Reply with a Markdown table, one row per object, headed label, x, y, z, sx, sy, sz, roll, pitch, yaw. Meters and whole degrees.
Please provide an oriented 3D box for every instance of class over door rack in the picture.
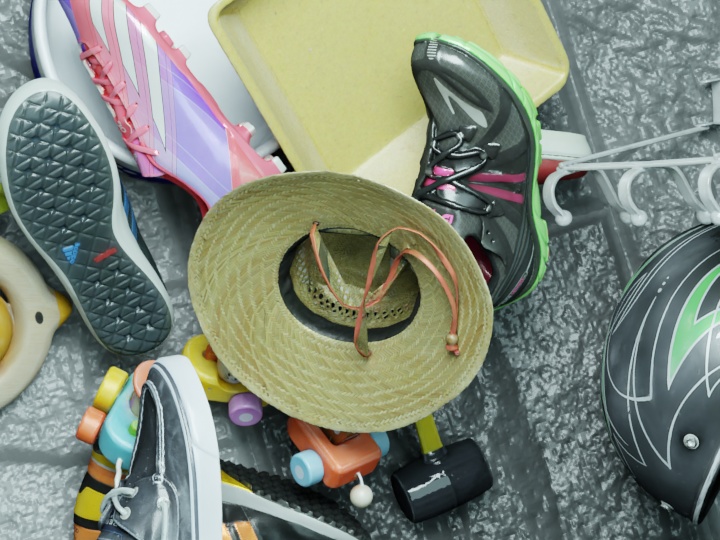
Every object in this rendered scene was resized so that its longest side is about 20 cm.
| label | x | y | z | sx | sy | sz | roll | pitch | yaw |
| --- | --- | --- | --- | --- | --- | --- | --- | --- | --- |
| over door rack | 0.238 | -0.072 | 1.496 | 0.200 | 0.147 | 0.067 | -30 | 110 | -39 |

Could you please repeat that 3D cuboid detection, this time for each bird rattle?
| label | x | y | z | sx | sy | sz | roll | pitch | yaw |
| --- | --- | --- | --- | --- | --- | --- | --- | --- | --- |
| bird rattle | -0.275 | 0.031 | 1.437 | 0.163 | 0.113 | 0.200 | 39 | 82 | -24 |

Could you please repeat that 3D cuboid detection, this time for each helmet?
| label | x | y | z | sx | sy | sz | roll | pitch | yaw |
| --- | --- | --- | --- | --- | --- | --- | --- | --- | --- |
| helmet | 0.253 | 0.065 | 1.503 | 0.189 | 0.200 | 0.201 | -6 | 88 | 4 |

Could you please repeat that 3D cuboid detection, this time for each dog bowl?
| label | x | y | z | sx | sy | sz | roll | pitch | yaw |
| --- | --- | --- | --- | --- | --- | --- | --- | --- | --- |
| dog bowl | -0.119 | -0.158 | 1.489 | 0.199 | 0.079 | 0.201 | 1 | 87 | -13 |

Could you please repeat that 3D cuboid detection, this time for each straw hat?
| label | x | y | z | sx | sy | sz | roll | pitch | yaw |
| --- | --- | --- | --- | --- | --- | --- | --- | --- | --- |
| straw hat | 0.000 | 0.000 | 1.407 | 0.201 | 0.201 | 0.085 | 40 | 38 | -7 |

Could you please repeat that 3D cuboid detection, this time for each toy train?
| label | x | y | z | sx | sy | sz | roll | pitch | yaw |
| --- | --- | --- | --- | --- | --- | --- | --- | --- | --- |
| toy train | -0.079 | 0.097 | 1.447 | 0.199 | 0.056 | 0.151 | -15 | 58 | -34 |

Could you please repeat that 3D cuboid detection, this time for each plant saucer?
| label | x | y | z | sx | sy | sz | roll | pitch | yaw |
| --- | --- | --- | --- | --- | --- | --- | --- | --- | --- |
| plant saucer | 0.014 | -0.149 | 1.443 | 0.200 | 0.048 | 0.200 | -38 | 123 | -11 |

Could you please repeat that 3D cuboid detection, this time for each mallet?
| label | x | y | z | sx | sy | sz | roll | pitch | yaw |
| --- | --- | --- | --- | --- | --- | --- | --- | --- | --- |
| mallet | 0.043 | 0.070 | 1.501 | 0.066 | 0.041 | 0.201 | -16 | 111 | -17 |

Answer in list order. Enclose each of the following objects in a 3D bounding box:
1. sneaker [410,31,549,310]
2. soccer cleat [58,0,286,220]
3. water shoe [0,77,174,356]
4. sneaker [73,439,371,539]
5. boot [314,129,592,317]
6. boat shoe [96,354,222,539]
| label | x | y | z | sx | sy | sz | roll | pitch | yaw |
| --- | --- | --- | --- | --- | --- | --- | --- | --- | --- |
| sneaker | 0.069 | -0.056 | 1.427 | 0.084 | 0.076 | 0.201 | -39 | 125 | -37 |
| soccer cleat | -0.131 | -0.105 | 1.412 | 0.076 | 0.067 | 0.200 | -43 | 99 | -7 |
| water shoe | -0.182 | -0.037 | 1.440 | 0.071 | 0.079 | 0.201 | -22 | 118 | -6 |
| sneaker | -0.093 | 0.176 | 1.487 | 0.199 | 0.070 | 0.090 | 19 | 98 | -10 |
| boot | 0.062 | -0.024 | 1.527 | 0.199 | 0.072 | 0.145 | -5 | 88 | -4 |
| boat shoe | -0.125 | 0.152 | 1.358 | 0.067 | 0.072 | 0.201 | -1 | 86 | -23 |
